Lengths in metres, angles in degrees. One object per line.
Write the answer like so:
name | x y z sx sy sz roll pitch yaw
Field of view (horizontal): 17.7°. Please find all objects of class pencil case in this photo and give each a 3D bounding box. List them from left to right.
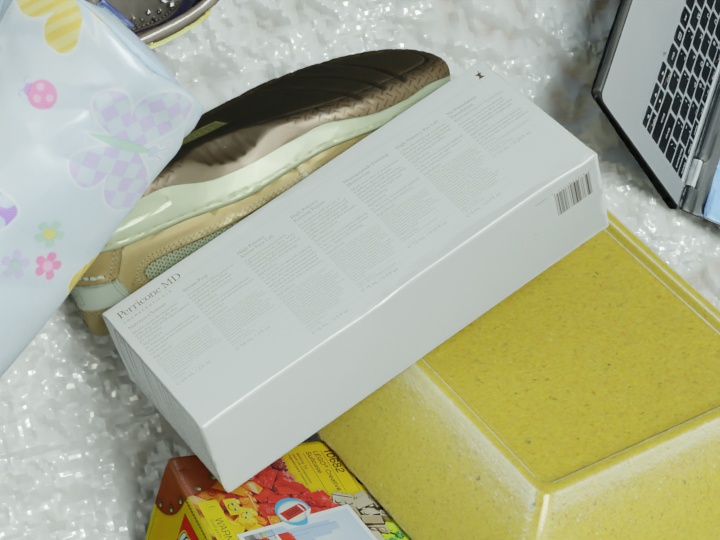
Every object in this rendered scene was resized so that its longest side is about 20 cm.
pencil case | -0.149 -0.018 0.893 0.091 0.083 0.200 36 91 -28

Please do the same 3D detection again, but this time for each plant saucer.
plant saucer | 0.086 0.045 0.996 0.199 0.200 0.049 -21 139 -30

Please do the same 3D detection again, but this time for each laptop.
laptop | 0.218 -0.117 1.116 0.200 0.115 0.188 43 62 -56

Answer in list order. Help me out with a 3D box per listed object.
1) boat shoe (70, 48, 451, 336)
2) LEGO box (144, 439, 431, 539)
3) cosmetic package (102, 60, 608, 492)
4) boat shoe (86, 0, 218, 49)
boat shoe | -0.043 -0.033 1.003 0.199 0.072 0.077 -24 112 -21
LEGO box | 0.015 0.162 0.939 0.148 0.200 0.078 -4 130 -29
cosmetic package | 0.000 0.000 0.959 0.199 0.083 0.051 -34 141 -14
boat shoe | -0.146 -0.106 0.946 0.199 0.059 0.072 -15 94 -29
